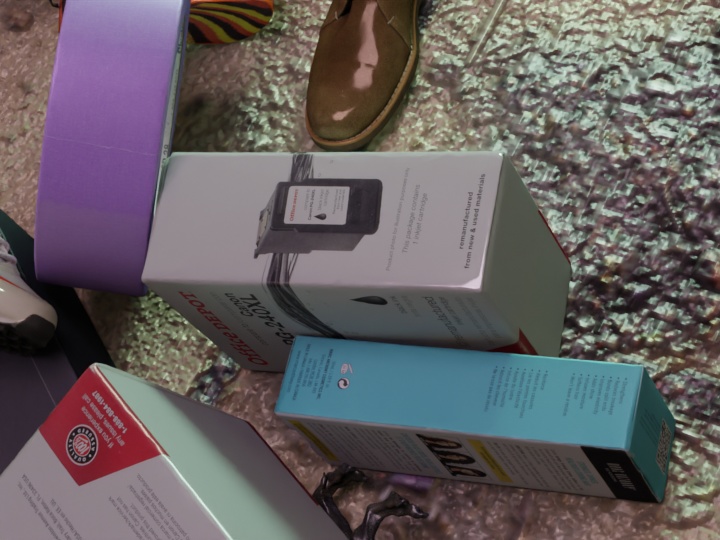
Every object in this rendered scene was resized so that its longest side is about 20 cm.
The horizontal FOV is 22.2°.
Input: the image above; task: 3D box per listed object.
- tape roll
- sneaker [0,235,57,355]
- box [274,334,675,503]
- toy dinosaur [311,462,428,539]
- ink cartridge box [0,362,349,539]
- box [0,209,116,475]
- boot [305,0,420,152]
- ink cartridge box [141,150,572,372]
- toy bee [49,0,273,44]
[{"bbox_3d":[-0.144,-0.087,1.081,0.066,0.200,0.200,9,64,-5],"label":"tape roll"},{"bbox_3d":[-0.240,-0.025,1.053,0.200,0.070,0.093,23,80,34],"label":"sneaker"},{"bbox_3d":[0.062,0.079,0.988,0.200,0.082,0.049,4,66,24],"label":"box"},{"bbox_3d":[-0.012,0.154,1.005,0.200,0.047,0.088,29,84,35],"label":"toy dinosaur"},{"bbox_3d":[-0.122,0.181,0.953,0.200,0.145,0.145,-50,55,8],"label":"ink cartridge box"},{"bbox_3d":[-0.239,0.091,1.096,0.182,0.104,0.200,-35,56,3],"label":"box"},{"bbox_3d":[0.002,-0.172,1.151,0.074,0.075,0.200,8,69,24],"label":"boot"},{"bbox_3d":[0.000,0.000,1.018,0.200,0.145,0.084,1,67,23],"label":"ink cartridge box"},{"bbox_3d":[-0.157,-0.180,1.218,0.200,0.109,0.131,22,69,3],"label":"toy bee"}]
